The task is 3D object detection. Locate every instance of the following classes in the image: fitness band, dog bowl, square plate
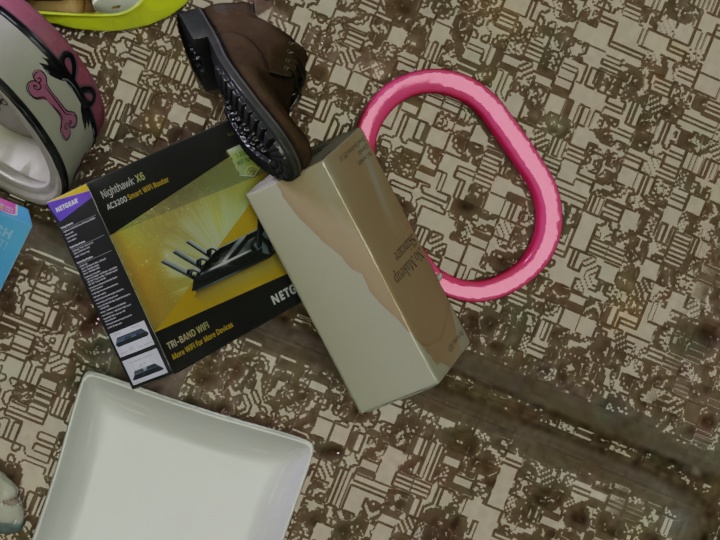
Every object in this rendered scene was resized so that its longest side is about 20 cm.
[{"bbox_3d":[0.078,-0.069,1.787,0.143,0.037,0.200,-36,96,-4],"label":"fitness band"},{"bbox_3d":[-0.280,-0.146,1.675,0.200,0.200,0.074,44,68,-5],"label":"dog bowl"},{"bbox_3d":[-0.160,0.204,1.774,0.197,0.028,0.201,18,90,-7],"label":"square plate"}]

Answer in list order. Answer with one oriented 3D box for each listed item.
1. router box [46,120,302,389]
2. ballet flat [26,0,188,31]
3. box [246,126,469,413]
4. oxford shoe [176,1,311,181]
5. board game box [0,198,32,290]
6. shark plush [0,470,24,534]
[{"bbox_3d":[-0.131,-0.019,1.698,0.200,0.052,0.158,-30,97,-49],"label":"router box"},{"bbox_3d":[-0.231,-0.225,1.734,0.199,0.067,0.067,-1,90,-6],"label":"ballet flat"},{"bbox_3d":[0.000,0.000,1.732,0.077,0.095,0.201,-22,103,27],"label":"box"},{"bbox_3d":[-0.073,-0.150,1.706,0.084,0.073,0.200,-19,51,-12],"label":"oxford shoe"},{"bbox_3d":[-0.372,-0.013,1.663,0.199,0.040,0.154,23,104,-22],"label":"board game box"},{"bbox_3d":[-0.371,0.188,1.734,0.199,0.091,0.084,-13,123,-10],"label":"shark plush"}]
